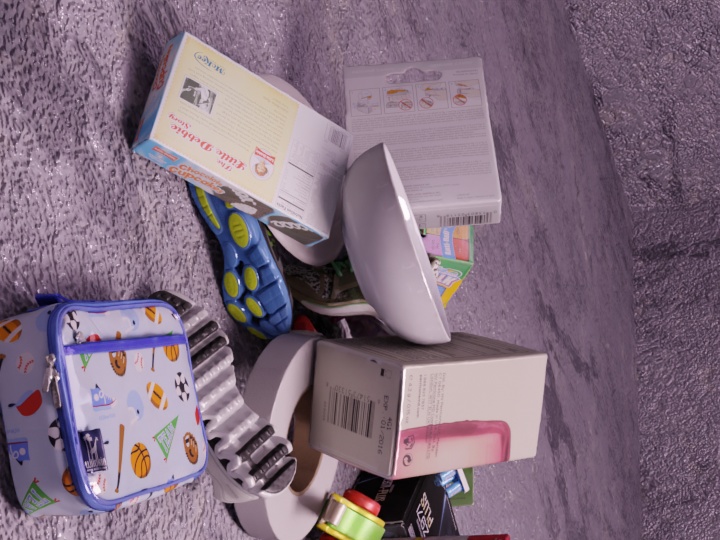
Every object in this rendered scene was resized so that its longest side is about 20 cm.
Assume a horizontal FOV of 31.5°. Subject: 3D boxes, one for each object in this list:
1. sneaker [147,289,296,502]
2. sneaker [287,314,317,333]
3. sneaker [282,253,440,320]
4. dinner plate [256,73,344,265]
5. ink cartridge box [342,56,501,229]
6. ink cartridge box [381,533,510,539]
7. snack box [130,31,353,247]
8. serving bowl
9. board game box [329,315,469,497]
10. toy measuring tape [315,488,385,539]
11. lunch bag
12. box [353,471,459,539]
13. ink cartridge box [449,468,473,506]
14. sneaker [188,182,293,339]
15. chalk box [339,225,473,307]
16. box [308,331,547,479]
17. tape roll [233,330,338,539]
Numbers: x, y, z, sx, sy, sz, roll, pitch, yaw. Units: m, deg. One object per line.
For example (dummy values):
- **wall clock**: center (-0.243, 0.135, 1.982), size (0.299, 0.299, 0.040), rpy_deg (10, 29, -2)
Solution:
- **sneaker**: center (-0.138, 0.113, 1.090), size (0.075, 0.081, 0.201), rpy_deg (-29, 91, -46)
- **sneaker**: center (-0.024, 0.108, 1.370), size (0.200, 0.085, 0.077), rpy_deg (58, 29, -47)
- **sneaker**: center (0.000, 0.000, 1.368), size (0.077, 0.199, 0.089), rpy_deg (50, -53, 58)
- **dinner plate**: center (-0.059, -0.103, 1.271), size (0.200, 0.024, 0.201), rpy_deg (40, 42, -48)
- **ink cartridge box**: center (0.062, -0.137, 1.384), size (0.050, 0.161, 0.201), rpy_deg (84, 2, -56)
- **ink cartridge box**: center (0.049, 0.336, 1.303), size (0.146, 0.199, 0.083), rpy_deg (-34, 116, -68)
- **snack box**: center (-0.103, -0.117, 1.168), size (0.200, 0.037, 0.117), rpy_deg (29, 60, -29)
- **serving bowl**: center (0.025, -0.018, 1.225), size (0.200, 0.066, 0.201), rpy_deg (-18, 90, -85)
- **board game box**: center (0.037, 0.137, 1.437), size (0.200, 0.026, 0.201), rpy_deg (38, -27, 57)
- **toy measuring tape**: center (-0.007, 0.256, 1.285), size (0.200, 0.073, 0.074), rpy_deg (111, -25, -78)
- **lunch bag**: center (-0.190, 0.094, 0.945), size (0.200, 0.075, 0.161), rpy_deg (4, 76, -71)
- **box**: center (0.055, 0.335, 1.482), size (0.164, 0.086, 0.201), rpy_deg (-53, 131, -63)
- **ink cartridge box**: center (0.086, 0.194, 1.602), size (0.059, 0.103, 0.201), rpy_deg (49, 38, -55)
- **sneaker**: center (-0.103, -0.029, 1.234), size (0.083, 0.070, 0.201), rpy_deg (-41, 117, -60)
- **chalk box**: center (0.058, -0.041, 1.468), size (0.200, 0.123, 0.125), rpy_deg (119, -22, -56)
- **box**: center (0.066, 0.126, 1.238), size (0.199, 0.128, 0.110), rpy_deg (0, 98, -41)
- **tape roll**: center (-0.067, 0.160, 1.233), size (0.203, 0.037, 0.204), rpy_deg (6, 90, -70)
